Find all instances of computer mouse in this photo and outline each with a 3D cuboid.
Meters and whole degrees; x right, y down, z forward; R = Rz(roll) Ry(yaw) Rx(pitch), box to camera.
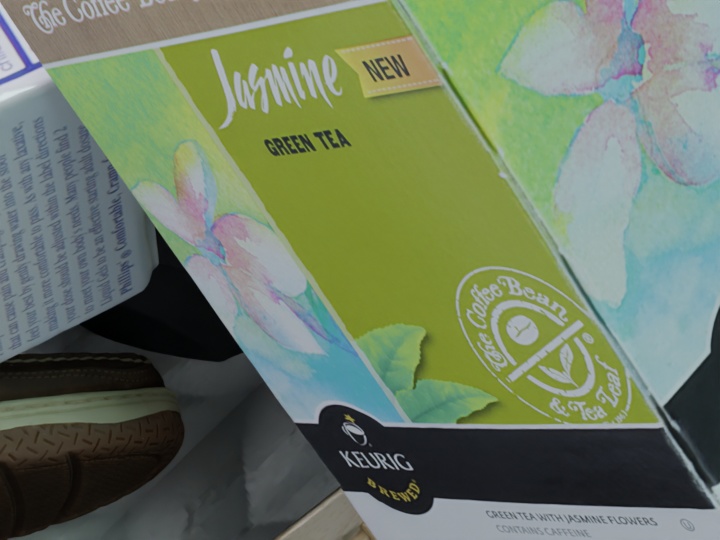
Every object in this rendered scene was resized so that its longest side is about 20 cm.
[{"bbox_3d":[0.000,0.000,0.762,0.199,0.034,0.059,7,43,3],"label":"computer mouse"}]

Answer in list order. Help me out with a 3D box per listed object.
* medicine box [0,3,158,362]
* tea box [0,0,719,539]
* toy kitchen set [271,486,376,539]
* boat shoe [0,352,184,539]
[{"bbox_3d":[-0.178,-0.046,0.640,0.199,0.103,0.182,-26,61,-15],"label":"medicine box"},{"bbox_3d":[0.064,-0.055,0.589,0.200,0.133,0.197,-47,113,-28],"label":"tea box"},{"bbox_3d":[0.015,0.141,0.633,0.200,0.180,0.163,-37,87,-6],"label":"toy kitchen set"},{"bbox_3d":[-0.146,0.035,0.699,0.201,0.075,0.075,-7,66,-29],"label":"boat shoe"}]
